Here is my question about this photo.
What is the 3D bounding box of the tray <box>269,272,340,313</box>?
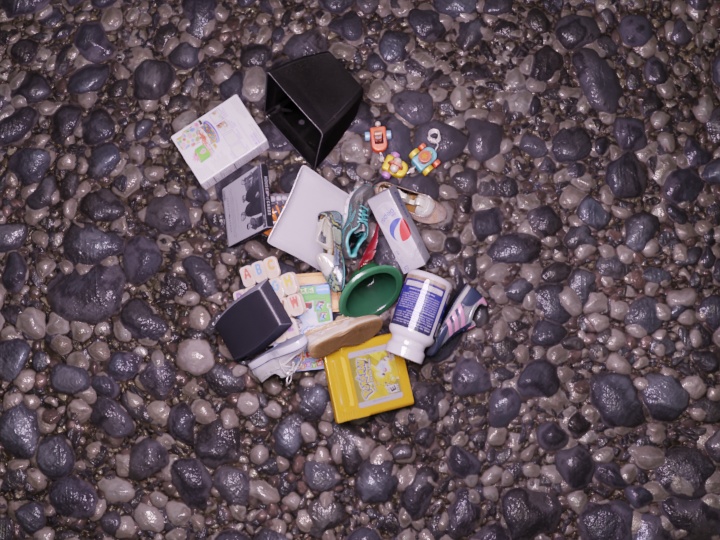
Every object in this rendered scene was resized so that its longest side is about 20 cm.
[{"bbox_3d":[-0.146,0.059,1.669,0.196,0.037,0.101,-4,82,-1],"label":"tray"}]

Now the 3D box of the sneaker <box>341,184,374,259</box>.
[{"bbox_3d":[-0.005,-0.111,1.655,0.077,0.091,0.203,24,86,-33],"label":"sneaker"}]

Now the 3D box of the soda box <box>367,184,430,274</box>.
[{"bbox_3d":[0.094,-0.099,1.648,0.063,0.068,0.202,-24,97,23],"label":"soda box"}]

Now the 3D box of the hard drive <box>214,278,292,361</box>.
[{"bbox_3d":[-0.258,0.122,1.599,0.199,0.042,0.136,-36,81,33],"label":"hard drive"}]

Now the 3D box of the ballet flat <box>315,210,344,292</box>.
[{"bbox_3d":[-0.077,-0.047,1.601,0.073,0.074,0.204,-3,67,-2],"label":"ballet flat"}]

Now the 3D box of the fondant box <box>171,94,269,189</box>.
[{"bbox_3d":[-0.350,-0.322,1.710,0.198,0.058,0.145,-34,84,-7],"label":"fondant box"}]

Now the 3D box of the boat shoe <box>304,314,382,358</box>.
[{"bbox_3d":[-0.042,0.137,1.592,0.197,0.075,0.069,-17,45,-26],"label":"boat shoe"}]

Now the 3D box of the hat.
[{"bbox_3d":[0.000,0.000,1.675,0.197,0.167,0.177,-21,48,-17],"label":"hat"}]

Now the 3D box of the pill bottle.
[{"bbox_3d":[0.134,0.110,1.605,0.114,0.116,0.203,20,82,2],"label":"pill bottle"}]

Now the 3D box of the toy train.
[{"bbox_3d":[0.109,-0.310,1.719,0.196,0.056,0.153,-1,82,-1],"label":"toy train"}]

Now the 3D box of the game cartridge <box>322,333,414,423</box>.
[{"bbox_3d":[0.017,0.253,1.620,0.197,0.032,0.180,-10,82,-21],"label":"game cartridge"}]

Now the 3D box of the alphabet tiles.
[{"bbox_3d":[-0.215,0.075,1.597,0.198,0.015,0.199,-17,89,34],"label":"alphabet tiles"}]

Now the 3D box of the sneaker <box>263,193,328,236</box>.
[{"bbox_3d":[-0.174,-0.131,1.684,0.196,0.078,0.114,-1,104,-16],"label":"sneaker"}]

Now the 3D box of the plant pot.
[{"bbox_3d":[-0.106,-0.410,1.667,0.177,0.200,0.200,-41,84,-17],"label":"plant pot"}]

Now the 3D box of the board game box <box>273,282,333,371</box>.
[{"bbox_3d":[-0.137,0.138,1.633,0.148,0.037,0.204,-6,98,-2],"label":"board game box"}]

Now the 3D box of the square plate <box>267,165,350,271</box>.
[{"bbox_3d":[-0.115,-0.122,1.643,0.199,0.028,0.201,29,85,-41],"label":"square plate"}]

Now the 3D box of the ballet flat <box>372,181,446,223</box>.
[{"bbox_3d":[0.122,-0.169,1.692,0.197,0.067,0.069,17,80,1],"label":"ballet flat"}]

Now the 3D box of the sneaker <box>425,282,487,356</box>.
[{"bbox_3d":[0.233,0.134,1.650,0.081,0.070,0.202,34,87,-3],"label":"sneaker"}]

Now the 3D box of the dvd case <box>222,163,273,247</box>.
[{"bbox_3d":[-0.271,-0.151,1.628,0.024,0.199,0.153,-1,79,-37],"label":"dvd case"}]

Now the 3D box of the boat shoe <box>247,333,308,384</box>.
[{"bbox_3d":[-0.176,0.216,1.565,0.201,0.074,0.087,-30,94,36],"label":"boat shoe"}]
